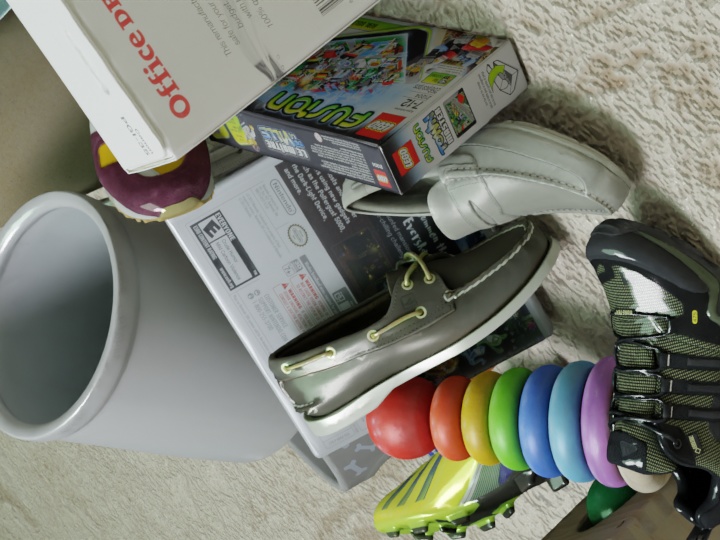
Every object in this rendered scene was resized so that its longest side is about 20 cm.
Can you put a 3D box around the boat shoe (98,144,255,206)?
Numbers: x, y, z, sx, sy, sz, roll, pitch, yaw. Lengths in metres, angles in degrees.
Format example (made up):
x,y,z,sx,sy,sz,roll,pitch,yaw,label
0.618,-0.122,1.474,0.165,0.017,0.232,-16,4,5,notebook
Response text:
x,y,z,sx,sy,sz,roll,pitch,yaw,label
-0.143,-0.066,1.566,0.198,0.071,0.070,-14,104,19,boat shoe

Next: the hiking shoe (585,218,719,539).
x,y,z,sx,sy,sz,roll,pitch,yaw,label
0.177,0.066,1.222,0.076,0.101,0.201,-3,124,57,hiking shoe

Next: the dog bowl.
x,y,z,sx,sy,sz,roll,pitch,yaw,label
-0.050,0.089,1.664,0.200,0.059,0.200,47,170,11,dog bowl

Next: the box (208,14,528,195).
x,y,z,sx,sy,sz,roll,pitch,yaw,label
-0.004,-0.107,1.283,0.199,0.110,0.035,18,141,50,box

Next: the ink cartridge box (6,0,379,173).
x,y,z,sx,sy,sz,roll,pitch,yaw,label
-0.091,-0.173,1.225,0.147,0.200,0.083,55,156,-12,ink cartridge box

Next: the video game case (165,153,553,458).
x,y,z,sx,sy,sz,roll,pitch,yaw,label
0.000,0.000,1.375,0.201,0.181,0.023,58,-169,-18,video game case

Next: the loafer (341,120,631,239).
x,y,z,sx,sy,sz,roll,pitch,yaw,label
0.070,-0.049,1.252,0.199,0.070,0.070,9,162,45,loafer

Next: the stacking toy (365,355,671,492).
x,y,z,sx,sy,sz,roll,pitch,yaw,label
0.096,0.096,1.338,0.198,0.086,0.086,-2,129,28,stacking toy

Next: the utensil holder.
x,y,z,sx,sy,sz,roll,pitch,yaw,label
-0.147,0.047,1.501,0.199,0.171,0.169,15,-174,-44,utensil holder

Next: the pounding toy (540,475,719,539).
x,y,z,sx,sy,sz,roll,pitch,yaw,label
0.177,0.211,1.385,0.200,0.142,0.184,50,156,-2,pounding toy

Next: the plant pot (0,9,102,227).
x,y,z,sx,sy,sz,roll,pitch,yaw,label
-0.254,-0.119,1.599,0.187,0.200,0.188,39,154,24,plant pot

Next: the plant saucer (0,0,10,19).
x,y,z,sx,sy,sz,roll,pitch,yaw,label
-0.296,-0.268,1.565,0.200,0.039,0.203,4,98,32,plant saucer

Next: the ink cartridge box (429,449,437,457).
x,y,z,sx,sy,sz,roll,pitch,yaw,label
0.045,0.078,1.549,0.200,0.044,0.094,47,158,6,ink cartridge box

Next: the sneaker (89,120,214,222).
x,y,z,sx,sy,sz,roll,pitch,yaw,label
-0.146,-0.115,1.355,0.201,0.074,0.091,-117,11,-46,sneaker

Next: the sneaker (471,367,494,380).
x,y,z,sx,sy,sz,roll,pitch,yaw,label
0.016,-0.011,1.440,0.201,0.075,0.092,60,162,-16,sneaker

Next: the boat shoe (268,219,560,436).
x,y,z,sx,sy,sz,roll,pitch,yaw,label
0.032,0.027,1.333,0.060,0.201,0.072,50,-163,-15,boat shoe

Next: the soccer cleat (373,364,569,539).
x,y,z,sx,sy,sz,roll,pitch,yaw,label
0.081,0.129,1.469,0.200,0.064,0.084,-33,62,40,soccer cleat
